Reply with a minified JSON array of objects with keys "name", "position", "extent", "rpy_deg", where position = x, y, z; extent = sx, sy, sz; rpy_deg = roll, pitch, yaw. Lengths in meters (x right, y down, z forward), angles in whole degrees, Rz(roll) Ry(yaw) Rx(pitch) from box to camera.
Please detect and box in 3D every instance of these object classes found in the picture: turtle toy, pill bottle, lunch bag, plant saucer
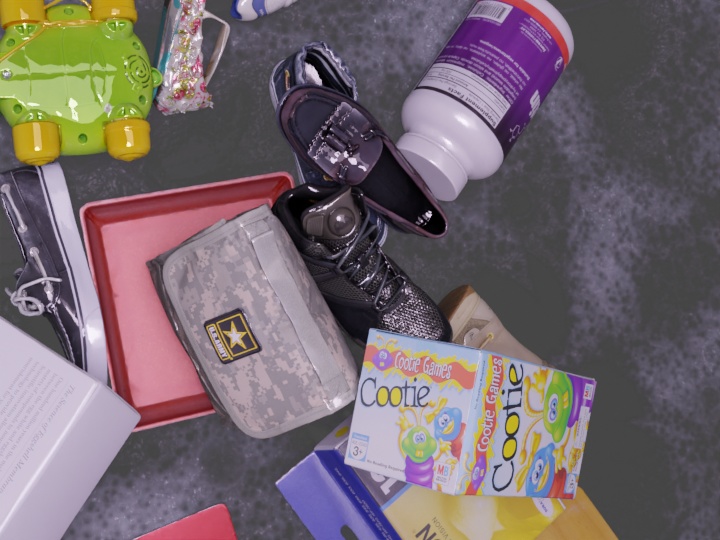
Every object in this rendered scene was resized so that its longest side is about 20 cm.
[{"name":"turtle toy","position":[-0.266,-0.157,0.917],"extent":[0.197,0.101,0.148],"rpy_deg":[-6,87,-19]},{"name":"pill bottle","position":[0.114,-0.169,1.047],"extent":[0.112,0.112,0.201],"rpy_deg":[38,75,-12]},{"name":"lunch bag","position":[-0.086,0.039,0.875],"extent":[0.117,0.200,0.166],"rpy_deg":[-28,96,-20]},{"name":"plant saucer","position":[-0.140,0.026,0.981],"extent":[0.197,0.037,0.203],"rpy_deg":[-11,89,-21]}]

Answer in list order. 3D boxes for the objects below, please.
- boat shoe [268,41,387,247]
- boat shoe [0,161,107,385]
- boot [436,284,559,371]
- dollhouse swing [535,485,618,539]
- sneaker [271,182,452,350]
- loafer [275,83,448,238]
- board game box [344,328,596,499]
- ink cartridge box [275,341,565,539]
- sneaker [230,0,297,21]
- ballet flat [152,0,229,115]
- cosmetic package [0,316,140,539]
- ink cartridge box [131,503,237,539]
[{"name":"boat shoe","position":[-0.023,-0.109,1.005],"extent":[0.070,0.091,0.203],"rpy_deg":[-27,95,-19]},{"name":"boat shoe","position":[-0.265,0.009,0.917],"extent":[0.067,0.073,0.203],"rpy_deg":[-14,90,-24]},{"name":"boot","position":[0.098,0.138,1.040],"extent":[0.155,0.073,0.201],"rpy_deg":[40,71,-14]},{"name":"dollhouse swing","position":[0.183,0.343,1.046],"extent":[0.197,0.176,0.184],"rpy_deg":[-21,123,-18]},{"name":"sneaker","position":[0.000,0.000,0.927],"extent":[0.199,0.114,0.076],"rpy_deg":[43,72,8]},{"name":"loafer","position":[0.010,-0.093,0.956],"extent":[0.199,0.063,0.072],"rpy_deg":[38,89,-37]},{"name":"board game box","position":[0.092,0.117,0.854],"extent":[0.199,0.104,0.105],"rpy_deg":[18,83,-52]},{"name":"ink cartridge box","position":[0.058,0.200,0.966],"extent":[0.199,0.047,0.199],"rpy_deg":[-40,105,-18]},{"name":"sneaker","position":[-0.127,-0.328,0.995],"extent":[0.088,0.075,0.202],"rpy_deg":[-33,96,-18]},{"name":"ballet flat","position":[-0.145,-0.236,0.963],"extent":[0.063,0.076,0.203],"rpy_deg":[7,110,-17]},{"name":"cosmetic package","position":[-0.312,0.134,0.829],"extent":[0.198,0.123,0.201],"rpy_deg":[29,75,15]},{"name":"ink cartridge box","position":[-0.169,0.320,0.921],"extent":[0.197,0.084,0.178],"rpy_deg":[-20,92,-19]}]
